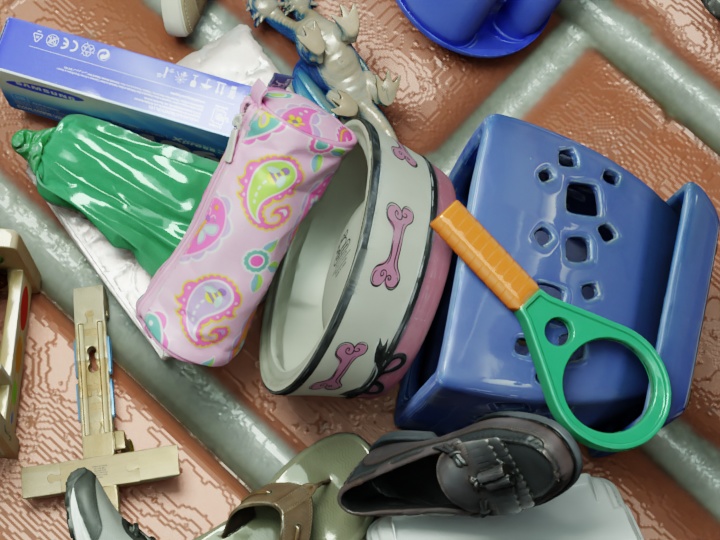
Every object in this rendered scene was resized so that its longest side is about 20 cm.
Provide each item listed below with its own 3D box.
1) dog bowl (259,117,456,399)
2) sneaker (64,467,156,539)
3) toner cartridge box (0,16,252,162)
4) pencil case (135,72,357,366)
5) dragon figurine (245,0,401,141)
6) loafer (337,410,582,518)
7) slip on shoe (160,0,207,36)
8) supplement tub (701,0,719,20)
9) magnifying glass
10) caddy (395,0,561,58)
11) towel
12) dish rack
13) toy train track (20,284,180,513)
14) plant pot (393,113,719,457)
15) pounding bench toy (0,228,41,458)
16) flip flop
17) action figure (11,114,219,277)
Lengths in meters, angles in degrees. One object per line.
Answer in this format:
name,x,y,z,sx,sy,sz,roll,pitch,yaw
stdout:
dog bowl,0.000,0.000,1.607,0.074,0.200,0.200,17,74,-16
sneaker,-0.137,0.216,1.595,0.079,0.074,0.200,-34,97,0
toner cartridge box,-0.161,-0.123,1.679,0.200,0.095,0.043,16,76,5
pencil case,-0.082,-0.033,1.597,0.087,0.087,0.200,32,108,8
dragon figurine,-0.016,-0.143,1.735,0.059,0.099,0.200,-33,96,-11
loafer,0.064,0.142,1.558,0.063,0.200,0.072,-35,105,-37
slip on shoe,-0.105,-0.269,1.766,0.061,0.076,0.200,9,67,9
supplement tub,0.290,-0.272,1.741,0.122,0.123,0.200,-22,75,-6
magnifying glass,0.122,0.035,1.510,0.080,0.022,0.200,-43,92,-16
caddy,0.083,-0.259,1.749,0.141,0.105,0.200,-8,73,-27
towel,-0.117,-0.058,1.725,0.200,0.032,0.191,-34,78,-9
dish rack,0.101,0.199,1.592,0.200,0.172,0.044,-10,117,-4
toy train track,-0.188,0.109,1.680,0.115,0.033,0.200,-8,68,5
plant pot,0.139,0.023,1.623,0.180,0.200,0.200,13,75,-4
pounding bench toy,-0.302,0.031,1.611,0.124,0.200,0.156,5,75,1
flip flop,-0.069,0.188,1.640,0.200,0.058,0.081,-32,74,-7
action figure,-0.162,-0.056,1.678,0.200,0.055,0.118,26,87,2
